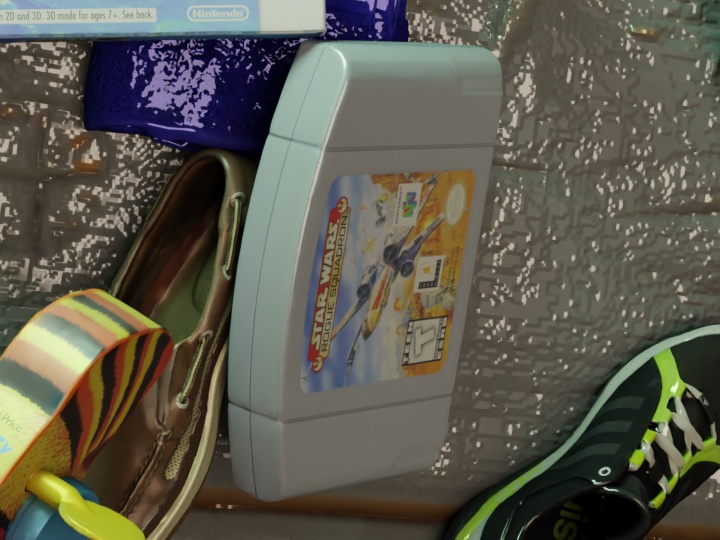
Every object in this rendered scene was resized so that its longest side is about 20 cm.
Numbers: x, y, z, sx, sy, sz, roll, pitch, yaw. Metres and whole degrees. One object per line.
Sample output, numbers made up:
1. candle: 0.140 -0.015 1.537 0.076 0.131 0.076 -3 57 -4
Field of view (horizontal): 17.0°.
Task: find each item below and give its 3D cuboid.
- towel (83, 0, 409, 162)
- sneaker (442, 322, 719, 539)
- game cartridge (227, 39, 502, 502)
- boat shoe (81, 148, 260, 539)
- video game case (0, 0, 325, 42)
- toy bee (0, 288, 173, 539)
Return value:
1. towel: -0.038 -0.148 1.062 0.147 0.050 0.201 6 93 -23
2. sneaker: 0.127 0.104 1.133 0.200 0.083 0.072 -40 108 -13
3. game cartridge: 0.000 0.000 1.055 0.133 0.041 0.201 -8 111 -55
4. boat shoe: -0.095 0.038 1.036 0.075 0.074 0.203 42 69 -55
5. video game case: -0.115 -0.187 1.003 0.199 0.045 0.182 -2 93 -7
6. toy bee: -0.146 0.092 0.933 0.130 0.109 0.201 8 75 17
